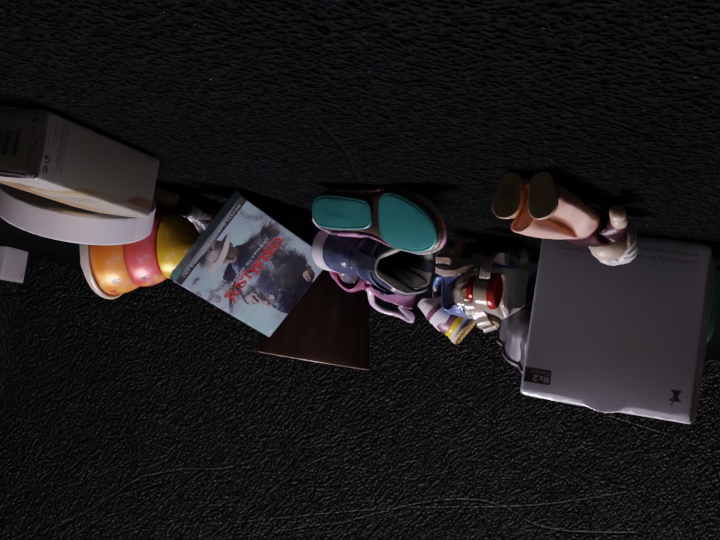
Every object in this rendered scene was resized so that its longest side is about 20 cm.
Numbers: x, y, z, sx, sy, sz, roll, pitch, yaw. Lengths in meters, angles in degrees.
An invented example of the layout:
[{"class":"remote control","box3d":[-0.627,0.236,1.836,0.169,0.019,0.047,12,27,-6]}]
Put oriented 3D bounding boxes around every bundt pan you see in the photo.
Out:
[{"class":"bundt pan","box3d":[0.294,0.066,1.508,0.199,0.203,0.077,7,131,22]}]

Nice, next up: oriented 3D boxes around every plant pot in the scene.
[{"class":"plant pot","box3d":[-0.060,0.048,1.701,0.184,0.204,0.187,10,176,1]}]

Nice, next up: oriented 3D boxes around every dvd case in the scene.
[{"class":"dvd case","box3d":[-0.146,-0.004,1.418,0.199,0.146,0.022,37,-176,-45]}]

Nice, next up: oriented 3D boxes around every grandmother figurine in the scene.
[{"class":"grandmother figurine","box3d":[0.208,-0.045,1.014,0.198,0.061,0.120,18,179,-45]}]

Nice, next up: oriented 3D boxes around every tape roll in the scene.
[{"class":"tape roll","box3d":[-0.356,-0.085,1.305,0.199,0.038,0.203,12,-161,-4]}]

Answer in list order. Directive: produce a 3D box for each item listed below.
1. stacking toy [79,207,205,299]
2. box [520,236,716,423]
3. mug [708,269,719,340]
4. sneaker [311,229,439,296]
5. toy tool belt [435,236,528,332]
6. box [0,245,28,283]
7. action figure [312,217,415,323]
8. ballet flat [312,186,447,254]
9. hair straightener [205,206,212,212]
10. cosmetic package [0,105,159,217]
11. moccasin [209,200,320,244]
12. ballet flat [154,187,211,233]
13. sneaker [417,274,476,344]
[{"class":"stacking toy","box3d":[-0.269,-0.034,1.422,0.197,0.149,0.146,0,173,16]},{"class":"box","box3d":[0.308,0.066,1.234,0.196,0.204,0.130,8,177,21]},{"class":"mug","box3d":[0.408,0.054,1.390,0.183,0.116,0.151,12,174,-27]},{"class":"sneaker","box3d":[0.061,-0.018,1.260,0.200,0.078,0.145,-8,-167,-41]},{"class":"toy tool belt","box3d":[0.150,0.019,1.413,0.121,0.127,0.199,6,-174,22]},{"class":"box","box3d":[-1.245,-0.031,3.515,0.197,0.111,0.128,7,174,20]},{"class":"action figure","box3d":[0.000,0.000,1.453,0.132,0.152,0.199,13,-169,25]},{"class":"ballet flat","box3d":[0.032,-0.062,1.163,0.198,0.070,0.071,10,-165,43]},{"class":"hair straightener","box3d":[-0.207,-0.081,1.568,0.197,0.041,0.077,16,153,-9]},{"class":"cosmetic package","box3d":[-0.316,-0.114,1.123,0.104,0.072,0.199,7,174,25]},{"class":"moccasin","box3d":[-0.126,-0.048,1.481,0.199,0.075,0.077,15,175,-40]},{"class":"ballet flat","box3d":[-0.241,-0.058,1.507,0.066,0.057,0.200,10,157,34]},{"class":"sneaker","box3d":[0.161,0.023,1.563,0.090,0.075,0.200,40,-140,6]}]
